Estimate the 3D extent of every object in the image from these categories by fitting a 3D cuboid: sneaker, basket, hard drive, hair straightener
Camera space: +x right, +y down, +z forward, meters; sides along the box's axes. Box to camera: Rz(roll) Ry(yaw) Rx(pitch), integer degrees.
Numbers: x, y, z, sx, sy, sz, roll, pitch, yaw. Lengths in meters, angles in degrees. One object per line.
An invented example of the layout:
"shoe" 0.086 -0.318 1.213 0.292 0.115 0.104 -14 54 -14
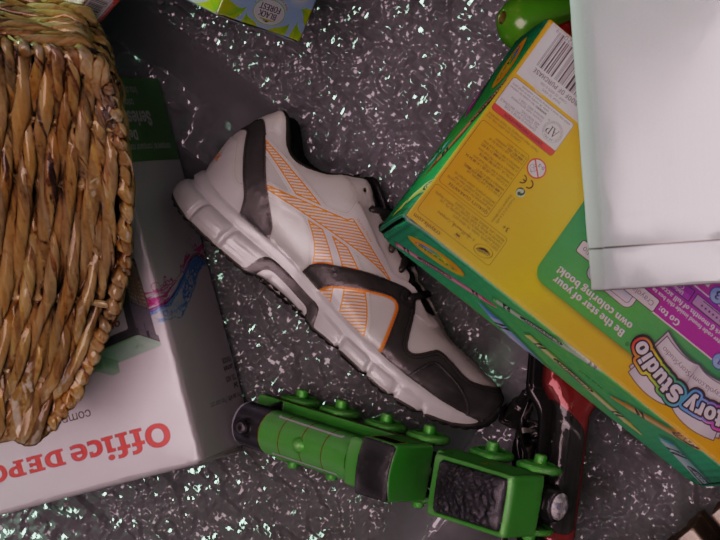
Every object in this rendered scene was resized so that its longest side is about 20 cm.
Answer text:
"sneaker" 0.000 0.000 1.064 0.200 0.074 0.080 42 90 4
"basket" -0.182 -0.037 1.009 0.141 0.149 0.202 6 108 -16
"hard drive" 0.157 -0.096 0.923 0.131 0.027 0.202 -4 92 22
"hair straightener" 0.097 0.081 1.048 0.040 0.077 0.202 4 82 -15

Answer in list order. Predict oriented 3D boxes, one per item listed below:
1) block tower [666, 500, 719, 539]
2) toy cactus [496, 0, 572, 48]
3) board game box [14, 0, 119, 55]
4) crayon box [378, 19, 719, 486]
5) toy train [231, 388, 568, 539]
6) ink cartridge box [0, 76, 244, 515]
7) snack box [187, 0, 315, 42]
"block tower" 0.188 0.134 1.030 0.200 0.058 0.054 -42 82 14
"toy cactus" 0.157 -0.165 1.011 0.165 0.102 0.200 41 94 -1
"board game box" -0.188 -0.175 1.075 0.103 0.019 0.201 -44 54 23
"crayon box" 0.124 -0.006 0.994 0.199 0.058 0.119 38 77 -5
"toy train" 0.013 0.093 1.036 0.199 0.056 0.042 12 96 42
"ink cartridge box" -0.156 0.016 1.098 0.143 0.084 0.202 -15 89 15
"snack box" -0.066 -0.236 1.038 0.168 0.067 0.202 29 102 39
